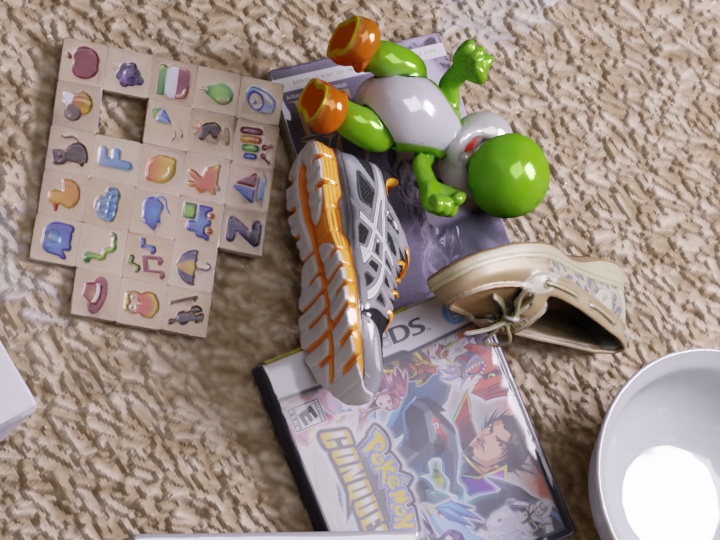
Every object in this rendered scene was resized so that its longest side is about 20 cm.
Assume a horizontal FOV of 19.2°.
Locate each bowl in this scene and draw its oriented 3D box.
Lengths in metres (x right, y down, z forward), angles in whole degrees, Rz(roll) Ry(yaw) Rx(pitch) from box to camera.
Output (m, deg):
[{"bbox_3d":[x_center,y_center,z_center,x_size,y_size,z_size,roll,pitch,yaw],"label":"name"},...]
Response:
[{"bbox_3d":[0.244,0.165,1.572,0.200,0.090,0.202,6,72,-20],"label":"bowl"}]

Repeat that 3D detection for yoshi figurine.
[{"bbox_3d":[0.062,-0.099,1.534,0.199,0.112,0.112,28,42,-22],"label":"yoshi figurine"}]

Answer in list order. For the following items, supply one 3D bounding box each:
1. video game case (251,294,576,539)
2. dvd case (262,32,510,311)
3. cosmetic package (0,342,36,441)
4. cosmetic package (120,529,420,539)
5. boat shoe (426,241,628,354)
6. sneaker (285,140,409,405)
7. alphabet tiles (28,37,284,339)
[{"bbox_3d":[0.040,0.130,1.531,0.180,0.025,0.201,-20,85,-22],"label":"video game case"},{"bbox_3d":[0.025,-0.070,1.596,0.148,0.016,0.201,-15,80,-24],"label":"dvd case"},{"bbox_3d":[-0.350,0.060,1.355,0.199,0.123,0.200,-28,86,-27],"label":"cosmetic package"},{"bbox_3d":[-0.061,0.226,1.432,0.199,0.074,0.102,2,80,-15],"label":"cosmetic package"},{"bbox_3d":[0.130,0.023,1.546,0.199,0.073,0.063,5,65,-44],"label":"boat shoe"},{"bbox_3d":[0.000,0.000,1.508,0.077,0.078,0.201,8,62,-27],"label":"sneaker"},{"bbox_3d":[-0.145,-0.056,1.524,0.166,0.008,0.201,11,74,-15],"label":"alphabet tiles"}]
